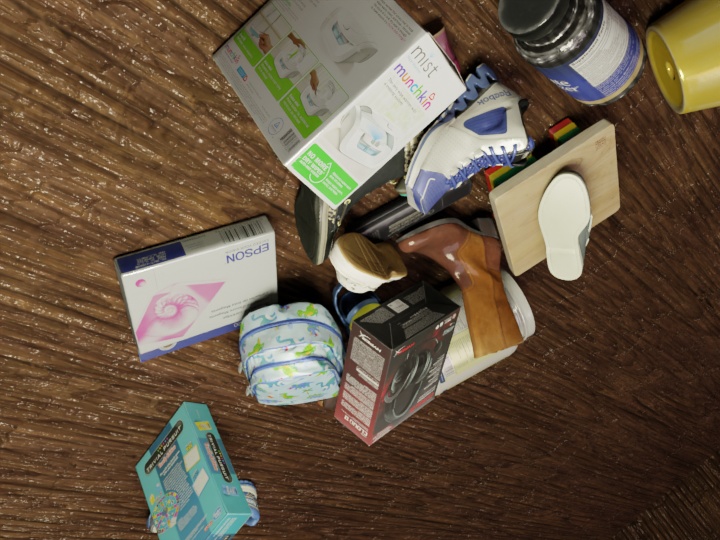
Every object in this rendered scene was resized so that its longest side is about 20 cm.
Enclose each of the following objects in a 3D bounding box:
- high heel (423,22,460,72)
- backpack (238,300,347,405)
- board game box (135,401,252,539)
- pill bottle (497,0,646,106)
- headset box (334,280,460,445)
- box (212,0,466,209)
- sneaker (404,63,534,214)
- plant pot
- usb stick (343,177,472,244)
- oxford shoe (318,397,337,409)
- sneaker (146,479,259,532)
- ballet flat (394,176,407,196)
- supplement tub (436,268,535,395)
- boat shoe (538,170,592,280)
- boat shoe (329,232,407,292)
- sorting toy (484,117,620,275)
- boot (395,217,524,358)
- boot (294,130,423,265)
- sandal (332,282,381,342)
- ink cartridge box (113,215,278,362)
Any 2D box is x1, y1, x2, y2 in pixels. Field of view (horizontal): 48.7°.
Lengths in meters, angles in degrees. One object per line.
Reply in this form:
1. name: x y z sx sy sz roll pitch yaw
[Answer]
1. high heel: 0.035 -0.199 0.932 0.199 0.067 0.096 -32 131 -8
2. backpack: -0.092 0.116 1.090 0.162 0.155 0.201 -3 140 -1
3. board game box: -0.249 0.320 1.167 0.047 0.200 0.151 17 120 -45
4. pill bottle: 0.256 -0.286 0.969 0.199 0.112 0.112 18 119 -44
5. headset box: 0.048 0.136 1.109 0.148 0.077 0.201 -26 138 -41
6. box: -0.028 -0.198 0.787 0.176 0.200 0.097 -42 142 8
7. sneaker: 0.146 -0.150 0.974 0.200 0.115 0.081 -56 164 -9
8. plant pot: 0.500 -0.307 1.071 0.188 0.202 0.201 -22 143 10
9. usb stick: 0.069 -0.084 1.110 0.199 0.033 0.056 -29 151 -7
10. oxford shoe: 0.003 0.185 1.280 0.071 0.073 0.200 -19 162 -49
11. sneaker: -0.260 0.417 1.353 0.199 0.085 0.077 -6 134 -30
12. ballet flat: 0.127 -0.163 1.058 0.199 0.067 0.064 -23 113 -15
13. supplement tub: 0.161 0.094 1.269 0.199 0.145 0.145 -27 141 -9
14. boat shoe: 0.304 -0.075 1.170 0.201 0.072 0.062 76 31 -43
15. boat shoe: 0.000 0.000 1.054 0.069 0.071 0.200 -31 164 17
16. sorting toy: 0.283 -0.119 1.196 0.199 0.070 0.199 -33 142 -3
17. boot: 0.144 0.029 1.154 0.187 0.202 0.068 -2 168 -43
18. boot: -0.001 -0.102 1.011 0.153 0.074 0.205 -18 140 -24
19. sandal: 0.003 0.066 1.182 0.079 0.087 0.200 -33 163 -10
20. ink cartridge box: -0.203 0.038 1.035 0.195 0.043 0.201 -19 138 -19
